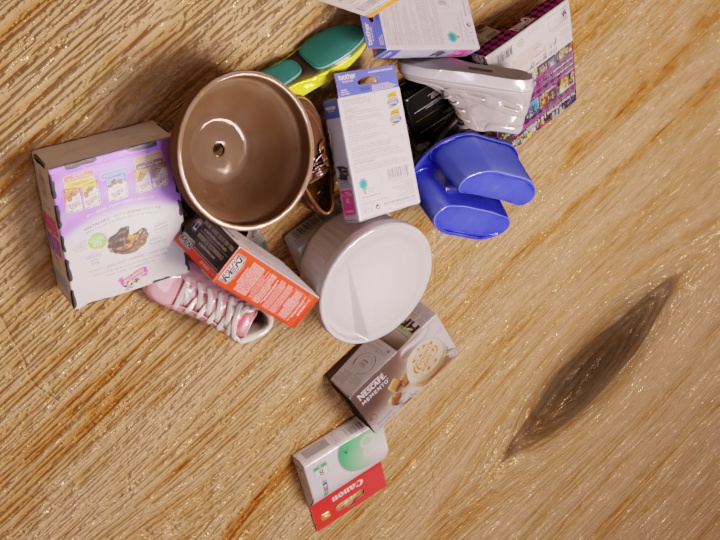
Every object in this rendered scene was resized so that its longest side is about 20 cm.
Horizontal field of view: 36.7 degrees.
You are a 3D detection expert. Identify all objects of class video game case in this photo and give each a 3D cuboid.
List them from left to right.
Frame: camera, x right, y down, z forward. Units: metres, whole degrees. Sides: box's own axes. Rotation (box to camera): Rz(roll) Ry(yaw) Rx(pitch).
[{"bbox_3d":[0.255,-0.296,1.666,0.200,0.036,0.182,-39,133,-27],"label":"video game case"}]

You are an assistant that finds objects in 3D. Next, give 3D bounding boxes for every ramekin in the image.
[{"bbox_3d":[0.000,0.000,1.608,0.201,0.094,0.204,-22,130,-29],"label":"ramekin"}]

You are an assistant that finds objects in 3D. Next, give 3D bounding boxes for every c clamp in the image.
[{"bbox_3d":[0.147,-0.157,1.677,0.171,0.027,0.200,-55,138,-1],"label":"c clamp"}]

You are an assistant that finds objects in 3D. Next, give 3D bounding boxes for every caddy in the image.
[{"bbox_3d":[0.163,-0.131,1.614,0.199,0.105,0.142,8,130,-42],"label":"caddy"}]

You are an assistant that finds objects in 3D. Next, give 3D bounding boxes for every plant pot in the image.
[{"bbox_3d":[-0.166,-0.155,1.407,0.200,0.092,0.203,-5,99,-35],"label":"plant pot"}]

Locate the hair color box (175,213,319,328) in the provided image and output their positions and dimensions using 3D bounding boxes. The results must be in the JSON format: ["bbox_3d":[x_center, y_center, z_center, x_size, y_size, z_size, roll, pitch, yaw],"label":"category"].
[{"bbox_3d":[-0.150,0.000,1.472,0.061,0.101,0.200,-50,143,2],"label":"hair color box"}]

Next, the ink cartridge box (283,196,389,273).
[{"bbox_3d":[-0.017,-0.020,1.684,0.160,0.047,0.201,-36,137,-16],"label":"ink cartridge box"}]

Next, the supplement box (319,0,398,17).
[{"bbox_3d":[-0.043,-0.414,1.379,0.199,0.073,0.127,9,73,-39],"label":"supplement box"}]

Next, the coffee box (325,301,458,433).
[{"bbox_3d":[0.054,0.155,1.806,0.200,0.080,0.115,-42,132,-10],"label":"coffee box"}]

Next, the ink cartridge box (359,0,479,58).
[{"bbox_3d":[0.070,-0.359,1.517,0.199,0.042,0.120,-9,83,-36],"label":"ink cartridge box"}]

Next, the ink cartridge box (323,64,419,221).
[{"bbox_3d":[0.014,-0.179,1.518,0.119,0.042,0.202,-18,103,-39],"label":"ink cartridge box"}]

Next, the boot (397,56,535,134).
[{"bbox_3d":[0.145,-0.248,1.560,0.198,0.074,0.096,11,119,5],"label":"boot"}]

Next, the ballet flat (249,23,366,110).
[{"bbox_3d":[-0.076,-0.269,1.489,0.199,0.067,0.067,-33,151,-15],"label":"ballet flat"}]

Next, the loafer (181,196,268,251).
[{"bbox_3d":[-0.187,-0.058,1.515,0.072,0.063,0.200,-46,133,-7],"label":"loafer"}]

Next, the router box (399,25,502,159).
[{"bbox_3d":[0.148,-0.258,1.662,0.199,0.051,0.150,-35,133,-16],"label":"router box"}]

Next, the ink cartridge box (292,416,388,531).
[{"bbox_3d":[-0.022,0.359,1.888,0.160,0.050,0.201,-29,127,-21],"label":"ink cartridge box"}]

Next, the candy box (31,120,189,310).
[{"bbox_3d":[-0.319,-0.072,1.402,0.167,0.071,0.202,-19,124,-28],"label":"candy box"}]

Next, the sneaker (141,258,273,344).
[{"bbox_3d":[-0.206,0.045,1.532,0.199,0.105,0.076,19,104,-41],"label":"sneaker"}]

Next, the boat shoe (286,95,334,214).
[{"bbox_3d":[-0.069,-0.158,1.517,0.072,0.068,0.201,-30,143,-14],"label":"boat shoe"}]
